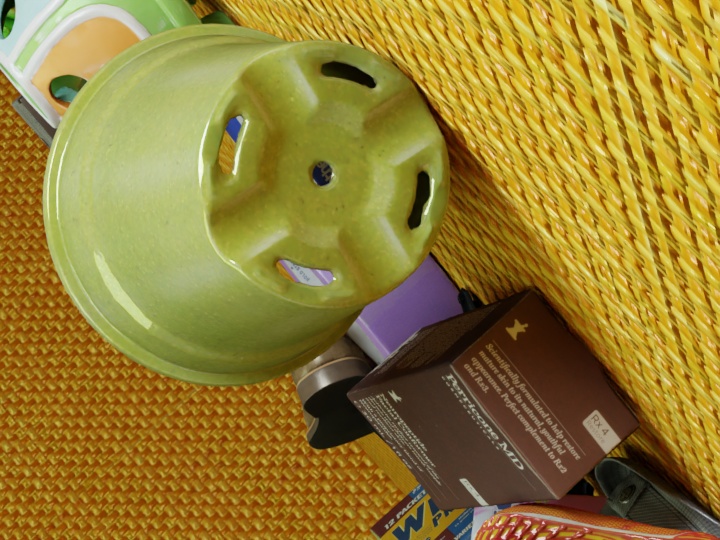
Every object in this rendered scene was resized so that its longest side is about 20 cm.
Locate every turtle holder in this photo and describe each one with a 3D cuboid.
[{"bbox_3d":[-0.182,-0.173,1.459,0.186,0.132,0.141,46,174,23],"label":"turtle holder"}]

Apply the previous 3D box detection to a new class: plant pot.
[{"bbox_3d":[-0.046,-0.040,1.173,0.201,0.200,0.184,50,163,-11],"label":"plant pot"}]

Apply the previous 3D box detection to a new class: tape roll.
[{"bbox_3d":[0.000,0.000,1.577,0.200,0.066,0.200,49,175,6],"label":"tape roll"}]

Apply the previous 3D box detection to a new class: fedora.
[{"bbox_3d":[0.187,0.203,1.380,0.177,0.090,0.200,51,173,-26],"label":"fedora"}]

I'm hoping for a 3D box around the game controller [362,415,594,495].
[{"bbox_3d":[0.088,0.140,1.617,0.200,0.042,0.104,23,-176,-45],"label":"game controller"}]

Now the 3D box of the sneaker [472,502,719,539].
[{"bbox_3d":[0.164,0.168,1.283,0.199,0.073,0.077,17,-170,19],"label":"sneaker"}]

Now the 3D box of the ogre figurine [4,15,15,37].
[{"bbox_3d":[-0.302,-0.278,1.724,0.200,0.120,0.098,48,178,23],"label":"ogre figurine"}]

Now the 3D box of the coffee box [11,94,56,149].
[{"bbox_3d":[-0.264,-0.168,2.180,0.080,0.114,0.200,50,173,-9],"label":"coffee box"}]

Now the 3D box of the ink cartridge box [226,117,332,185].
[{"bbox_3d":[-0.044,-0.087,1.433,0.094,0.044,0.200,53,173,-24],"label":"ink cartridge box"}]

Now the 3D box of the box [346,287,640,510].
[{"bbox_3d":[0.074,0.081,1.335,0.100,0.075,0.200,51,160,-4],"label":"box"}]

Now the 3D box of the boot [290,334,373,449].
[{"bbox_3d":[-0.018,0.076,1.643,0.200,0.073,0.076,76,170,-69],"label":"boot"}]

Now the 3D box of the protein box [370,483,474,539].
[{"bbox_3d":[0.138,0.261,1.896,0.200,0.135,0.199,49,175,-12],"label":"protein box"}]

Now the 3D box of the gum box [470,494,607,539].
[{"bbox_3d":[0.153,0.219,1.582,0.113,0.066,0.200,0,154,17],"label":"gum box"}]

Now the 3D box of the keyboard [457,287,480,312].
[{"bbox_3d":[0.115,0.088,1.520,0.200,0.039,0.104,57,-167,-60],"label":"keyboard"}]

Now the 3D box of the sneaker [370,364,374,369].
[{"bbox_3d":[-0.022,0.014,1.709,0.200,0.088,0.076,49,174,-1],"label":"sneaker"}]
